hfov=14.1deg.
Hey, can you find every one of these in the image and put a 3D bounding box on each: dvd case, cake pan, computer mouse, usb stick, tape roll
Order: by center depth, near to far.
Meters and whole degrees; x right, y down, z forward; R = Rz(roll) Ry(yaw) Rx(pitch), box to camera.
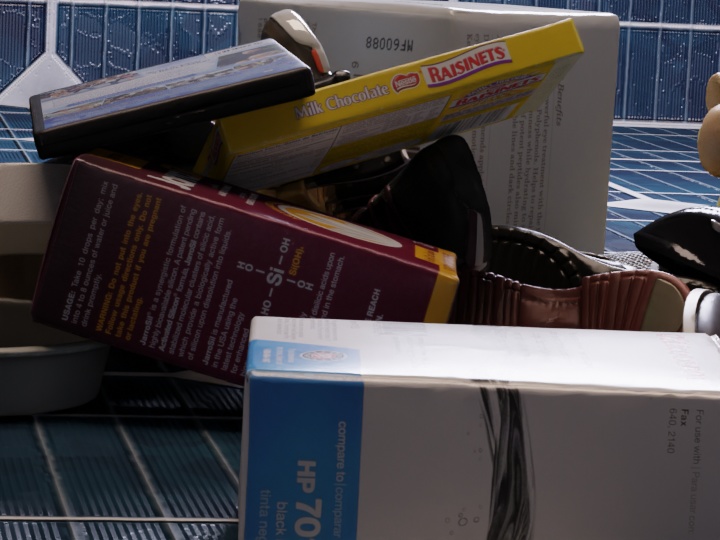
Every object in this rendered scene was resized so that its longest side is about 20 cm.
[{"bbox_3d":[-0.220,0.043,1.494,0.199,0.037,0.200,3,7,0],"label":"cake pan"},{"bbox_3d":[-0.103,-0.092,1.533,0.142,0.018,0.200,-14,10,-5],"label":"dvd case"},{"bbox_3d":[-0.177,-0.009,1.614,0.202,0.037,0.203,0,-18,0],"label":"tape roll"},{"bbox_3d":[-0.158,-0.048,1.624,0.200,0.033,0.055,-20,-19,41],"label":"usb stick"},{"bbox_3d":[0.256,0.012,1.637,0.140,0.046,0.200,29,-3,-40],"label":"computer mouse"}]

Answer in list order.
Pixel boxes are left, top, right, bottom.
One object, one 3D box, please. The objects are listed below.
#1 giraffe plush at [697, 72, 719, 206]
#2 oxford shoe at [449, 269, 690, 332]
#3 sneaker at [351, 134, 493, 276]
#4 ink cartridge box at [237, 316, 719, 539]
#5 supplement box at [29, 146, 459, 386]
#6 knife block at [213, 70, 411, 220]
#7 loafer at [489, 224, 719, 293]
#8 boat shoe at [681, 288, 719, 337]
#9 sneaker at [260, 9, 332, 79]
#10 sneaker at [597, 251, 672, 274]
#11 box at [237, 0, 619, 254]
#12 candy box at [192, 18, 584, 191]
[{"bbox_3d":[0.272,-0.050,1.918,0.172,0.163,0.200,4,8,13],"label":"giraffe plush"},{"bbox_3d":[0.091,0.045,1.574,0.199,0.071,0.075,0,-26,23],"label":"oxford shoe"},{"bbox_3d":[0.000,0.000,1.623,0.115,0.076,0.200,-12,-26,-19],"label":"sneaker"},{"bbox_3d":[0.051,0.071,1.178,0.199,0.086,0.146,4,7,-2],"label":"ink cartridge box"},{"bbox_3d":[-0.056,0.007,1.466,0.199,0.086,0.110,17,6,-1],"label":"supplement box"},{"bbox_3d":[-0.046,-0.047,1.694,0.175,0.064,0.200,7,-28,-22],"label":"knife block"},{"bbox_3d":[0.134,0.028,1.674,0.199,0.073,0.071,17,-4,26],"label":"loafer"},{"bbox_3d":[0.206,0.046,1.501,0.062,0.073,0.200,2,2,17],"label":"boat shoe"},{"bbox_3d":[-0.053,-0.056,1.755,0.082,0.201,0.077,-10,18,-15],"label":"sneaker"},{"bbox_3d":[0.221,-0.012,1.774,0.199,0.115,0.076,5,34,22],"label":"sneaker"},{"bbox_3d":[0.039,-0.074,1.876,0.200,0.200,0.171,10,9,44],"label":"box"},{"bbox_3d":[0.013,-0.083,1.542,0.199,0.027,0.102,-16,-13,-15],"label":"candy box"}]
